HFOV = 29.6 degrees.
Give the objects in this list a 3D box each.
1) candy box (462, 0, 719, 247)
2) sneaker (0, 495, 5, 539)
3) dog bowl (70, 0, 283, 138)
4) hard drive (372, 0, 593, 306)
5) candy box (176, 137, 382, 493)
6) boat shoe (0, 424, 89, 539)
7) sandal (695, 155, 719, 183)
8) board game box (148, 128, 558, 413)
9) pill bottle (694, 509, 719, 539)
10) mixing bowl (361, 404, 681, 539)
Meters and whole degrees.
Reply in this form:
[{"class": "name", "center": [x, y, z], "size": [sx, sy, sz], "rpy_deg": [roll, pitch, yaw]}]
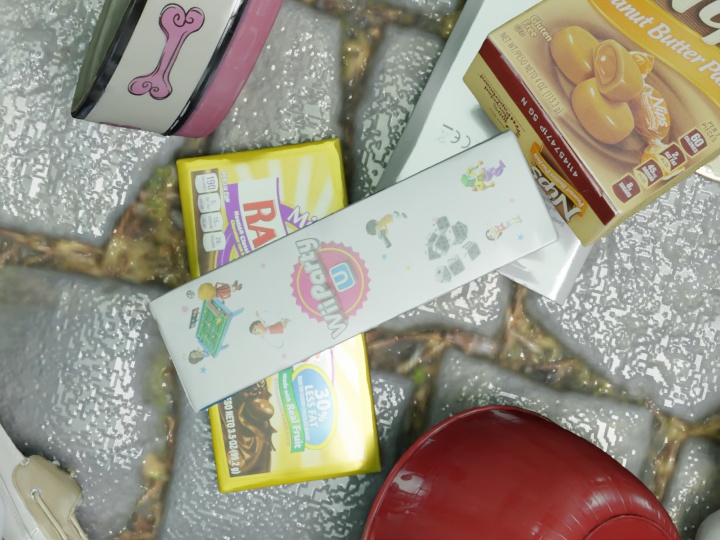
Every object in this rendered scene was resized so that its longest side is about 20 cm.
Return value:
[{"class": "candy box", "center": [0.167, -0.116, 0.736], "size": [0.199, 0.055, 0.116], "rpy_deg": [-33, 82, -20]}, {"class": "sneaker", "center": [-0.259, 0.194, 0.770], "size": [0.073, 0.070, 0.202], "rpy_deg": [38, 124, 30]}, {"class": "dog bowl", "center": [-0.088, -0.163, 0.741], "size": [0.073, 0.200, 0.202], "rpy_deg": [22, 92, -17]}, {"class": "hard drive", "center": [0.106, -0.099, 0.810], "size": [0.131, 0.025, 0.202], "rpy_deg": [27, 92, 7]}, {"class": "candy box", "center": [-0.048, 0.027, 0.820], "size": [0.101, 0.026, 0.203], "rpy_deg": [-8, 91, -1]}, {"class": "boat shoe", "center": [-0.198, 0.145, 0.808], "size": [0.068, 0.075, 0.202], "rpy_deg": [-22, 83, -26]}, {"class": "sandal", "center": [0.267, -0.074, 0.791], "size": [0.209, 0.070, 0.079], "rpy_deg": [21, 92, 1]}, {"class": "board game box", "center": [0.000, 0.000, 0.730], "size": [0.198, 0.148, 0.065], "rpy_deg": [-25, 88, 4]}, {"class": "pill bottle", "center": [0.242, 0.202, 0.774], "size": [0.115, 0.116, 0.203], "rpy_deg": [7, 91, 1]}, {"class": "mixing bowl", "center": [0.105, 0.175, 0.733], "size": [0.198, 0.108, 0.203], "rpy_deg": [3, 85, -33]}]
